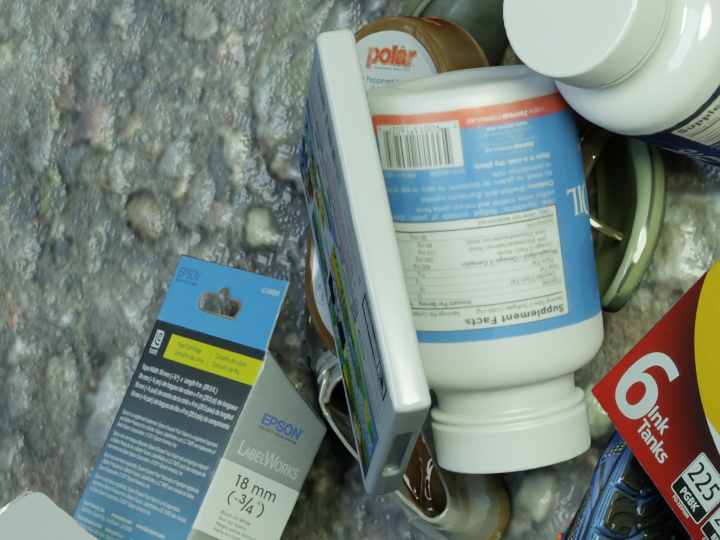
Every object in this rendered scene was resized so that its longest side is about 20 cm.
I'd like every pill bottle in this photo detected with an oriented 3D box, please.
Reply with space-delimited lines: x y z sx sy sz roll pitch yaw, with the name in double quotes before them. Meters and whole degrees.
"pill bottle" 0.164 -0.116 1.461 0.111 0.200 0.111 -10 74 39
"pill bottle" 0.067 -0.001 1.505 0.112 0.112 0.200 0 103 40

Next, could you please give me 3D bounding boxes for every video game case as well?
"video game case" 0.000 0.000 1.503 0.022 0.182 0.200 -10 74 -8

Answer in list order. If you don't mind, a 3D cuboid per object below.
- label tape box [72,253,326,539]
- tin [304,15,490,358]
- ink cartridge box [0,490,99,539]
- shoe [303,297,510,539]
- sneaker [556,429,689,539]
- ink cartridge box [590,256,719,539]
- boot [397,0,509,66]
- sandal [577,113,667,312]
"label tape box" -0.088 0.101 1.690 0.144 0.063 0.200 14 80 59
"tin" 0.021 -0.041 1.601 0.112 0.042 0.200 9 95 43
"ink cartridge box" -0.153 0.244 1.656 0.083 0.200 0.146 -37 45 -21
"shoe" 0.018 0.074 1.643 0.070 0.053 0.200 -49 55 22
"sneaker" 0.111 0.169 1.535 0.078 0.075 0.200 27 97 44
"ink cartridge box" 0.241 0.078 1.434 0.176 0.084 0.200 -48 55 21
"boot" 0.070 -0.053 1.614 0.182 0.073 0.200 -54 45 34
"sandal" 0.124 -0.073 1.561 0.080 0.057 0.201 125 143 -68
